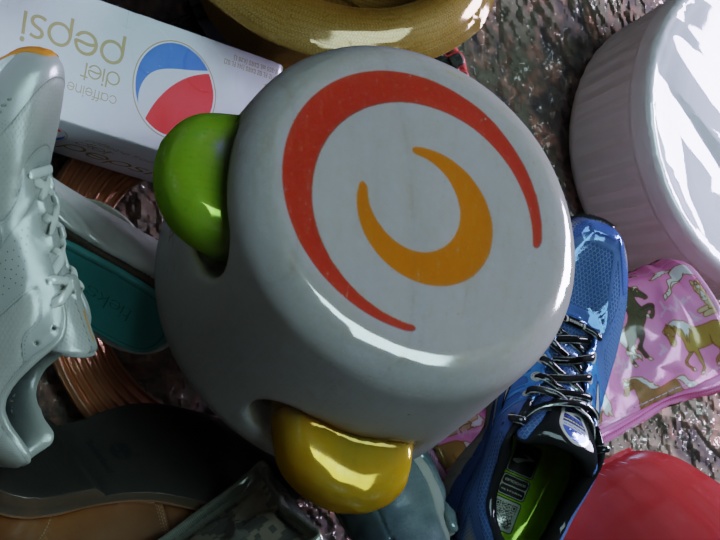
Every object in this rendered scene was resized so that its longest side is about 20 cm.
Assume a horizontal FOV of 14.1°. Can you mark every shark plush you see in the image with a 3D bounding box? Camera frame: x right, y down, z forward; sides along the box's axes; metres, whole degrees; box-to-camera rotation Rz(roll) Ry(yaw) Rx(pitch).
[{"bbox_3d":[-0.001,0.120,1.453,0.083,0.091,0.201,40,35,-55],"label":"shark plush"}]

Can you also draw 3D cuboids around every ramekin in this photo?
[{"bbox_3d":[0.213,-0.074,1.757,0.202,0.094,0.203,11,72,-38],"label":"ramekin"}]

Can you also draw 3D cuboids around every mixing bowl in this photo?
[{"bbox_3d":[0.134,0.167,1.584,0.200,0.200,0.109,-22,78,-41],"label":"mixing bowl"}]

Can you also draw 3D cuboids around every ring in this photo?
[{"bbox_3d":[-0.090,0.013,1.534,0.200,0.019,0.201,11,73,-38],"label":"ring"}]

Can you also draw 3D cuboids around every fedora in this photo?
[{"bbox_3d":[-0.028,-0.161,1.536,0.200,0.082,0.201,9,48,-10],"label":"fedora"}]

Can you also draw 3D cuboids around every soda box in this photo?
[{"bbox_3d":[-0.138,-0.096,1.465,0.200,0.064,0.068,17,75,-36],"label":"soda box"}]

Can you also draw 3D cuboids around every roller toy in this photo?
[{"bbox_3d":[0.000,0.000,1.407,0.182,0.140,0.200,-31,82,-36],"label":"roller toy"}]

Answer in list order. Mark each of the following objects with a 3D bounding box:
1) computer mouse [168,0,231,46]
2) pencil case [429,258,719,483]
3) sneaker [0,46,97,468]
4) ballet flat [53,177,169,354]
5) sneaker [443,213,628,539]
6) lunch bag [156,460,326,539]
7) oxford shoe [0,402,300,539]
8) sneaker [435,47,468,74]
[{"bbox_3d":[-0.094,-0.137,1.559,0.200,0.034,0.059,-26,97,-40],"label":"computer mouse"},{"bbox_3d":[0.110,0.065,1.578,0.200,0.083,0.087,-27,98,-19],"label":"pencil case"},{"bbox_3d":[-0.156,-0.003,1.360,0.076,0.092,0.201,-14,121,-69],"label":"sneaker"},{"bbox_3d":[-0.169,-0.029,1.444,0.200,0.069,0.070,33,59,-9],"label":"ballet flat"},{"bbox_3d":[0.101,0.069,1.484,0.078,0.089,0.201,17,84,-20],"label":"sneaker"},{"bbox_3d":[-0.071,0.225,1.419,0.200,0.118,0.164,-38,117,-5],"label":"lunch bag"},{"bbox_3d":[-0.120,0.113,1.456,0.199,0.071,0.071,1,40,-36],"label":"oxford shoe"},{"bbox_3d":[0.038,-0.037,1.611,0.078,0.082,0.201,2,96,4],"label":"sneaker"}]
